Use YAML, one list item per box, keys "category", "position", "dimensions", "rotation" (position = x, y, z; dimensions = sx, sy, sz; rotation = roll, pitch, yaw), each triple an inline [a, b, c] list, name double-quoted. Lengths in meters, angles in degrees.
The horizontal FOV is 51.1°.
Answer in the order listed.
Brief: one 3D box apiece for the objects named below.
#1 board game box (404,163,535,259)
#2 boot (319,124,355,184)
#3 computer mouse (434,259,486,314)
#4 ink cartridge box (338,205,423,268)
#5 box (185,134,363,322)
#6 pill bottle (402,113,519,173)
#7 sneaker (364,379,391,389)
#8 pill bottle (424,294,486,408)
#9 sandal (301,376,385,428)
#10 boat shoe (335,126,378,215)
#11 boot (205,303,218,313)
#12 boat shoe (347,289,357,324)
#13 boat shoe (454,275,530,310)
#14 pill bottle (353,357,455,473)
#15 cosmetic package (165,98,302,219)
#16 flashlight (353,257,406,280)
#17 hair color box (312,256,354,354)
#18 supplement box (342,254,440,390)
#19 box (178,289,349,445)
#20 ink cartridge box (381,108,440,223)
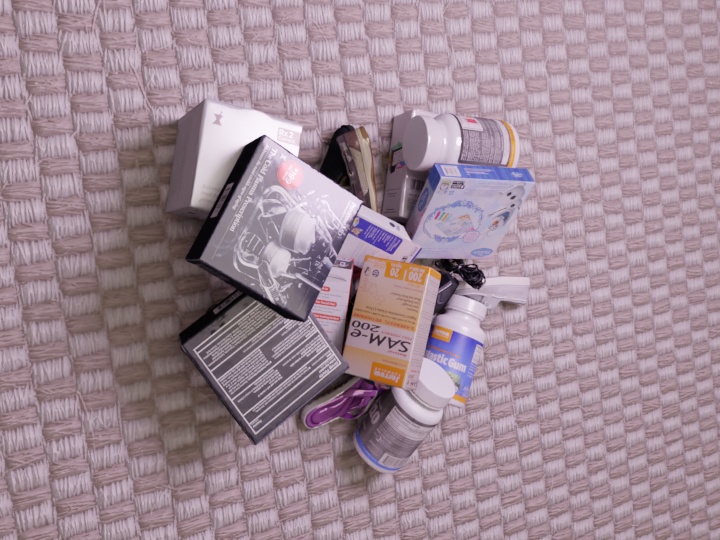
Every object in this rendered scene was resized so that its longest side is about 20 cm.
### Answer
- category: "board game box"
  position: [0.192, -0.104, 1.383]
  dimensions: [0.195, 0.201, 0.044]
  rotation: [0, 47, -23]
- category: "boot"
  position: [-0.085, -0.163, 1.353]
  dimensions: [0.164, 0.076, 0.206]
  rotation: [-1, 98, -30]
- category: "computer mouse"
  position: [0.140, 0.050, 1.458]
  dimensions: [0.197, 0.138, 0.054]
  rotation: [-32, 122, -12]
- category: "ink cartridge box"
  position: [0.004, -0.057, 1.327]
  dimensions: [0.197, 0.040, 0.100]
  rotation: [27, 122, -20]
- category: "box"
  position: [-0.124, -0.059, 1.099]
  dimensions: [0.180, 0.104, 0.204]
  rotation: [30, 78, -22]
- category: "pill bottle"
  position: [0.182, -0.223, 1.366]
  dimensions: [0.195, 0.116, 0.120]
  rotation: [2, 91, -27]
- category: "sneaker"
  position: [0.072, 0.118, 1.338]
  dimensions: [0.070, 0.081, 0.203]
  rotation: [27, 94, -48]
- category: "pill bottle"
  position: [0.180, 0.156, 1.474]
  dimensions: [0.110, 0.111, 0.205]
  rotation: [22, 82, -24]
- category: "sandal"
  position: [-0.013, 0.245, 1.391]
  dimensions: [0.199, 0.050, 0.083]
  rotation: [-29, 134, -4]
- category: "boat shoe"
  position: [-0.007, -0.153, 1.324]
  dimensions: [0.063, 0.074, 0.204]
  rotation: [-10, 120, -3]
- category: "boot"
  position: [-0.192, 0.143, 1.314]
  dimensions: [0.074, 0.075, 0.201]
  rotation: [-48, 111, -18]
- category: "boat shoe"
  position: [0.024, 0.125, 1.427]
  dimensions: [0.074, 0.092, 0.204]
  rotation: [-31, 132, -26]
- category: "boat shoe"
  position: [0.265, 0.047, 1.542]
  dimensions: [0.196, 0.071, 0.071]
  rotation: [-1, 92, -35]
- category: "pill bottle"
  position: [0.081, 0.265, 1.381]
  dimensions: [0.112, 0.115, 0.202]
  rotation: [24, 116, -24]
- category: "cosmetic package"
  position: [-0.211, -0.164, 1.225]
  dimensions: [0.161, 0.199, 0.170]
  rotation: [10, 88, -25]
- category: "flashlight"
  position: [0.000, 0.000, 1.402]
  dimensions: [0.195, 0.068, 0.069]
  rotation: [-14, 63, -20]
- category: "hair color box"
  position: [-0.076, 0.076, 1.322]
  dimensions: [0.108, 0.064, 0.205]
  rotation: [9, 109, 2]
- category: "supplement box"
  position: [0.051, 0.088, 1.273]
  dimensions: [0.073, 0.123, 0.205]
  rotation: [24, 78, -66]
- category: "box"
  position: [-0.158, 0.130, 1.217]
  dimensions: [0.198, 0.123, 0.200]
  rotation: [-37, 102, -11]
- category: "ink cartridge box"
  position: [0.130, -0.191, 1.453]
  dimensions: [0.142, 0.084, 0.206]
  rotation: [8, 88, -26]
